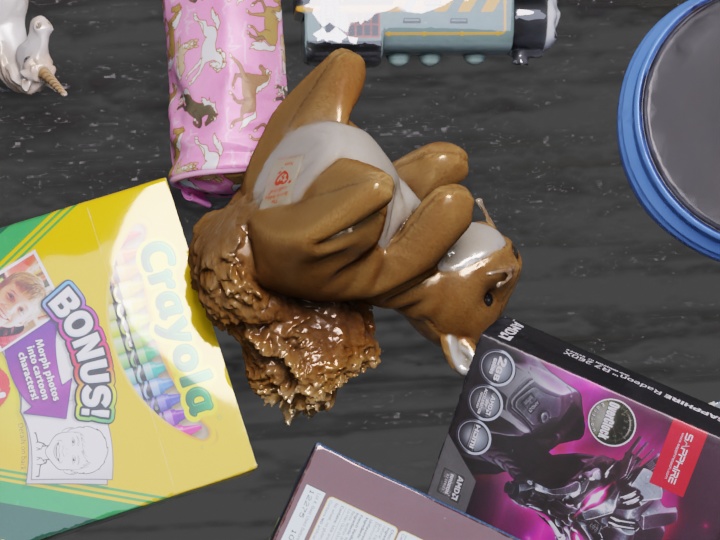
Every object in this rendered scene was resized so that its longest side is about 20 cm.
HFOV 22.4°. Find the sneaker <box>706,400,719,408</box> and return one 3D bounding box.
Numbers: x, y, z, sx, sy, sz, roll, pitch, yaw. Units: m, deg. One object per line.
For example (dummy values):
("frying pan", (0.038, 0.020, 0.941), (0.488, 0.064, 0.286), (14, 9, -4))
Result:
("sneaker", (0.224, 0.101, 1.157), (0.146, 0.081, 0.200), (32, 115, -1))

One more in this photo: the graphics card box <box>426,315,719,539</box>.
("graphics card box", (0.151, 0.124, 1.125), (0.199, 0.051, 0.126), (25, 113, 17))

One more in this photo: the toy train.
("toy train", (0.042, -0.195, 1.229), (0.199, 0.085, 0.115), (0, 93, -5))

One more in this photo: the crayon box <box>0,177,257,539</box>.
("crayon box", (-0.178, 0.062, 1.182), (0.172, 0.058, 0.201), (-18, 82, -6))

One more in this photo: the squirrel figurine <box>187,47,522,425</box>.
("squirrel figurine", (0.000, 0.000, 1.157), (0.200, 0.142, 0.186), (-42, 128, 15))

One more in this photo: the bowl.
("bowl", (0.277, -0.103, 1.245), (0.199, 0.039, 0.202), (0, 81, -3))

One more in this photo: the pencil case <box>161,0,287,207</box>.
("pencil case", (-0.094, -0.147, 1.208), (0.082, 0.087, 0.201), (-3, 80, -18))

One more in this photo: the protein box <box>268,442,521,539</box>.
("protein box", (0.032, 0.210, 1.099), (0.199, 0.199, 0.135), (26, 81, 1))

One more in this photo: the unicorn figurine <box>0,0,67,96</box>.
("unicorn figurine", (-0.265, -0.194, 1.218), (0.199, 0.074, 0.138), (10, 90, 13))
